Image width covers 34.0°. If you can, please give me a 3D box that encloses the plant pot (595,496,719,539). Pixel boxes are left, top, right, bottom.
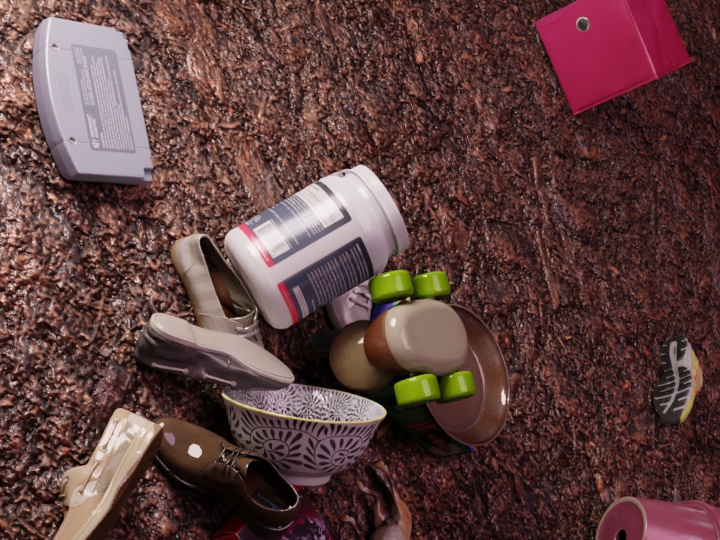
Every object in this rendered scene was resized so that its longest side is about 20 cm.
[{"bbox_3d":[0.488,0.453,1.903,0.179,0.200,0.200,24,55,-21],"label":"plant pot"}]

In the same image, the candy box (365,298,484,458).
[{"bbox_3d":[0.093,0.141,1.680,0.200,0.077,0.169,42,47,-26],"label":"candy box"}]

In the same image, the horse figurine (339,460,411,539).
[{"bbox_3d":[0.024,0.337,1.527,0.133,0.050,0.200,61,32,-27],"label":"horse figurine"}]

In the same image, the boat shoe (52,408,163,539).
[{"bbox_3d":[-0.282,0.235,1.234,0.064,0.071,0.200,27,54,6],"label":"boat shoe"}]

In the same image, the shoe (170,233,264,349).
[{"bbox_3d":[-0.167,0.045,1.451,0.070,0.053,0.200,-35,99,-50],"label":"shoe"}]

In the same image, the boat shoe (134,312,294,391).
[{"bbox_3d":[-0.174,0.108,1.398,0.200,0.057,0.067,24,22,-30],"label":"boat shoe"}]

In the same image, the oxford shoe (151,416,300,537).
[{"bbox_3d":[-0.151,0.218,1.333,0.200,0.084,0.073,30,53,-2],"label":"oxford shoe"}]

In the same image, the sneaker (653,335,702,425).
[{"bbox_3d":[0.612,0.219,2.227,0.090,0.078,0.200,47,43,-26],"label":"sneaker"}]

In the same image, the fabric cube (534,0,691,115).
[{"bbox_3d":[0.495,-0.446,2.313,0.200,0.196,0.199,-28,96,-51],"label":"fabric cube"}]

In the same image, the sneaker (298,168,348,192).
[{"bbox_3d":[-0.055,-0.054,1.612,0.200,0.075,0.115,-41,104,-44],"label":"sneaker"}]

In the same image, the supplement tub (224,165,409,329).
[{"bbox_3d":[-0.055,-0.031,1.470,0.200,0.140,0.140,-30,97,-11],"label":"supplement tub"}]

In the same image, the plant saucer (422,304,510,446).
[{"bbox_3d":[0.132,0.147,1.634,0.200,0.037,0.201,22,59,-41],"label":"plant saucer"}]

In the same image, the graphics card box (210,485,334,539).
[{"bbox_3d":[-0.079,0.360,1.407,0.125,0.051,0.200,-39,104,-49],"label":"graphics card box"}]

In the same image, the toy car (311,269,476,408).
[{"bbox_3d":[0.024,0.108,1.522,0.158,0.200,0.164,2,70,-51],"label":"toy car"}]

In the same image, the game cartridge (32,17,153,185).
[{"bbox_3d":[-0.323,-0.200,1.407,0.133,0.040,0.200,2,71,-51],"label":"game cartridge"}]

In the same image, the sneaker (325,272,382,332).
[{"bbox_3d":[0.000,0.000,1.637,0.073,0.085,0.200,22,58,-43],"label":"sneaker"}]

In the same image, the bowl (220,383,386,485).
[{"bbox_3d":[-0.074,0.200,1.412,0.201,0.201,0.094,3,98,-48],"label":"bowl"}]
